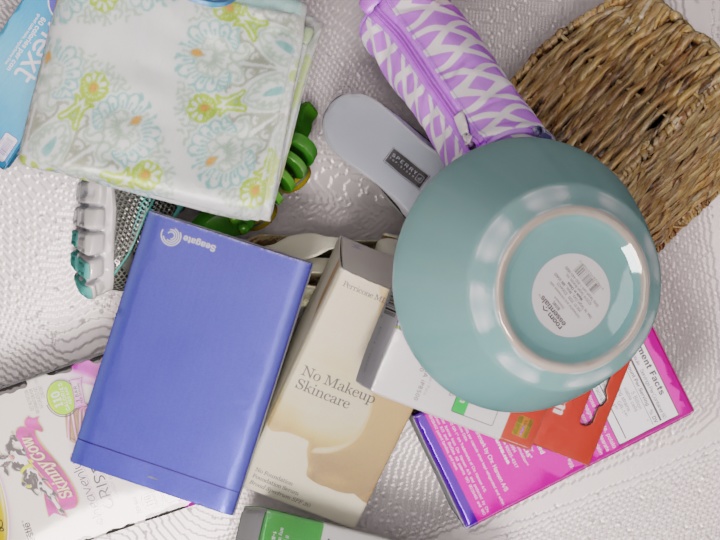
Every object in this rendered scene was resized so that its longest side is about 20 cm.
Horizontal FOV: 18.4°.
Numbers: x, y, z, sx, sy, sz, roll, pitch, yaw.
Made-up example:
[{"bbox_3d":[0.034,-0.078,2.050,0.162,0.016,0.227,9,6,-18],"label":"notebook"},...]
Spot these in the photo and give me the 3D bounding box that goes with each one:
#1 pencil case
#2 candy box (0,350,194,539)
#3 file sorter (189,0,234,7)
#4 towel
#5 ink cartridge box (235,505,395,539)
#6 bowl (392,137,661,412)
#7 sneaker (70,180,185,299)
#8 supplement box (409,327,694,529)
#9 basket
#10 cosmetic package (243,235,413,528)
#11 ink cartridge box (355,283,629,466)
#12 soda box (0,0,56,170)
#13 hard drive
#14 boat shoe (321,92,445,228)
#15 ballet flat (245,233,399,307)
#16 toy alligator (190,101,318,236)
[{"bbox_3d":[0.070,-0.134,1.684,0.085,0.200,0.084,13,123,-41],"label":"pencil case"},{"bbox_3d":[-0.207,0.137,1.736,0.199,0.061,0.137,-19,91,0],"label":"candy box"},{"bbox_3d":[-0.113,-0.312,1.614,0.138,0.123,0.200,25,121,13],"label":"file sorter"},{"bbox_3d":[-0.141,-0.139,1.668,0.199,0.048,0.172,14,86,-6],"label":"towel"},{"bbox_3d":[-0.005,0.276,1.717,0.199,0.083,0.147,15,80,-16],"label":"ink cartridge box"},{"bbox_3d":[0.132,0.007,1.561,0.200,0.105,0.202,-1,95,-15],"label":"bowl"},{"bbox_3d":[-0.174,-0.076,1.737,0.091,0.078,0.201,4,95,-20],"label":"sneaker"},{"bbox_3d":[0.145,0.108,1.738,0.200,0.101,0.104,-26,94,-3],"label":"supplement box"},{"bbox_3d":[0.198,-0.104,1.753,0.200,0.149,0.143,-45,61,-1],"label":"basket"},{"bbox_3d":[-0.010,0.087,1.710,0.105,0.071,0.200,21,110,-9],"label":"cosmetic package"},{"bbox_3d":[0.109,0.069,1.640,0.200,0.050,0.109,21,91,-16],"label":"ink cartridge box"},{"bbox_3d":[-0.244,-0.178,1.721,0.064,0.068,0.200,35,90,-6],"label":"soda box"},{"bbox_3d":[-0.128,0.070,1.685,0.132,0.025,0.201,18,92,5],"label":"hard drive"},{"bbox_3d":[0.053,-0.063,1.739,0.199,0.068,0.074,38,99,5],"label":"boat shoe"},{"bbox_3d":[0.000,0.000,1.737,0.199,0.062,0.068,-2,53,-3],"label":"ballet flat"},{"bbox_3d":[-0.090,-0.053,1.720,0.200,0.054,0.059,-49,124,-16],"label":"toy alligator"}]
